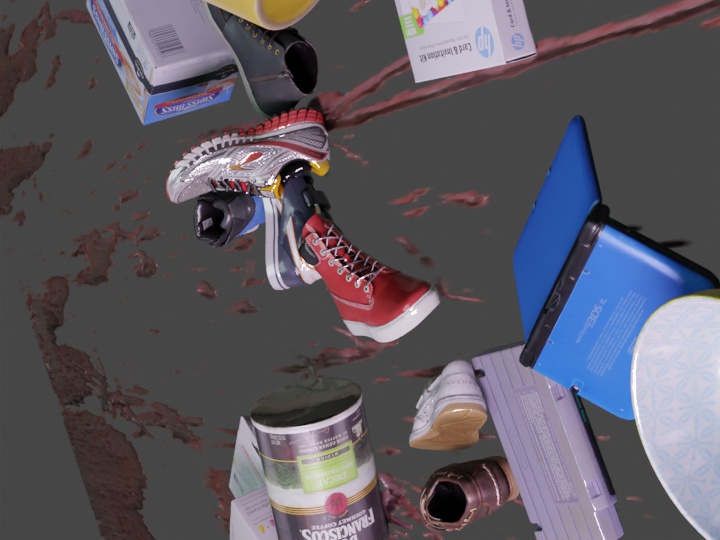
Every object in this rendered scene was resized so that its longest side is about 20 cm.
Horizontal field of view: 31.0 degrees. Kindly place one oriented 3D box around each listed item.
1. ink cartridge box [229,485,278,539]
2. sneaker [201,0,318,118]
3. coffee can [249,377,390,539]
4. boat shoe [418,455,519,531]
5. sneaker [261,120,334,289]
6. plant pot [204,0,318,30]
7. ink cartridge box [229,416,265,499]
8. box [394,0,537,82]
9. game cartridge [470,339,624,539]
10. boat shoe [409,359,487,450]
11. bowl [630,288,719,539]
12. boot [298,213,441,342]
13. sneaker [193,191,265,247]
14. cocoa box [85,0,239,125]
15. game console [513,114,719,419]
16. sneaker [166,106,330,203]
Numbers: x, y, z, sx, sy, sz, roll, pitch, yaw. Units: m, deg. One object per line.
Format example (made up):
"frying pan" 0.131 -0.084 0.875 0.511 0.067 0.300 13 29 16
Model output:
"ink cartridge box" -0.071 0.402 1.776 0.200 0.146 0.146 48 146 37
"sneaker" -0.109 -0.281 1.486 0.106 0.074 0.202 -15 103 59
"coffee can" -0.051 0.257 1.640 0.146 0.145 0.203 17 123 58
"boat shoe" 0.101 0.250 1.431 0.071 0.070 0.200 63 154 12
"sneaker" -0.074 -0.082 1.542 0.078 0.078 0.203 -7 87 19
"plant pot" -0.128 -0.355 1.345 0.188 0.200 0.202 38 142 22
"ink cartridge box" -0.133 0.299 1.915 0.116 0.067 0.201 54 150 29
"box" 0.076 -0.277 1.155 0.155 0.041 0.203 4 112 62
"game cartridge" 0.182 0.166 1.261 0.129 0.038 0.202 -22 87 60
"boat shoe" 0.095 0.145 1.382 0.200 0.070 0.070 115 155 -67
"bowl" 0.295 0.097 0.909 0.200 0.107 0.202 43 143 44
"boot" 0.000 0.000 1.412 0.145 0.072 0.199 56 159 -13
"sneaker" -0.179 -0.075 1.700 0.199 0.110 0.078 -6 102 63
"cocoa box" -0.250 -0.314 1.650 0.202 0.132 0.131 63 154 16
"game console" 0.210 0.001 1.110 0.169 0.119 0.201 28 142 10
"sneaker" -0.127 -0.117 1.476 0.078 0.198 0.083 59 -168 -78
